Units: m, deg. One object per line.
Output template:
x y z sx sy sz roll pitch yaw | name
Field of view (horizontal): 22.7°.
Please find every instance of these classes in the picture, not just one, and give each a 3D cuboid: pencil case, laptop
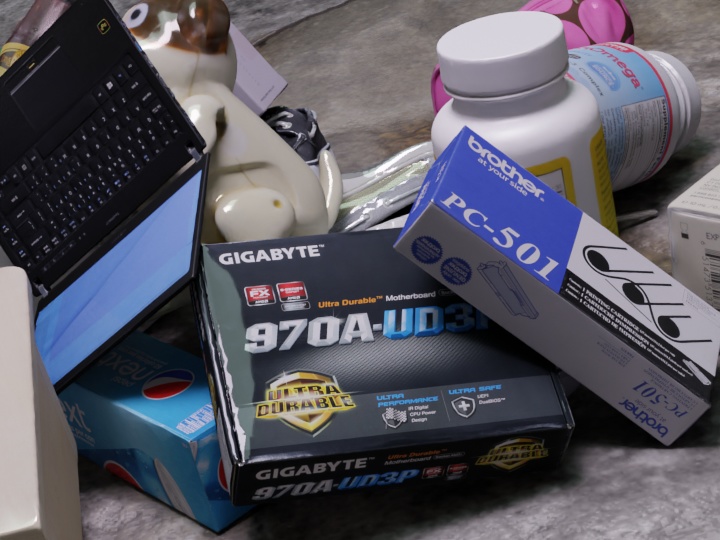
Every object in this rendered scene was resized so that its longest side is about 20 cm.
0.142 -0.178 1.505 0.090 0.094 0.200 11 35 40 | pencil case
-0.189 -0.041 1.113 0.177 0.201 0.103 -37 -5 28 | laptop

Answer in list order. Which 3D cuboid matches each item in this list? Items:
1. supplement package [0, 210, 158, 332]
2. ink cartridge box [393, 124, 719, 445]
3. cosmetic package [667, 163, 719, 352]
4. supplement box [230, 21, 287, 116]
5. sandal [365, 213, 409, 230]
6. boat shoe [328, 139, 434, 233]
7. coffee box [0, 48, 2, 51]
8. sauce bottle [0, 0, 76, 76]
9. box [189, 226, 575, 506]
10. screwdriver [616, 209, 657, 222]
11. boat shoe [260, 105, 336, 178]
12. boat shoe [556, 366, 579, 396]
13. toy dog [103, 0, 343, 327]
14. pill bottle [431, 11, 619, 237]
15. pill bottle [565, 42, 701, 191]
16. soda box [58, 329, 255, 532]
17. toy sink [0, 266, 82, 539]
-0.232 -0.028 1.350 0.199 0.118 0.117 4 30 33 | supplement package
0.120 0.008 1.049 0.044 0.199 0.094 -50 8 35 | ink cartridge box
0.287 -0.034 1.142 0.087 0.104 0.200 14 38 40 | cosmetic package
-0.165 -0.117 1.407 0.200 0.109 0.061 -37 11 30 | supplement box
0.002 -0.001 1.256 0.201 0.050 0.082 -22 0 -15 | sandal
0.024 -0.047 1.340 0.200 0.065 0.074 -19 -13 -19 | boat shoe
-0.297 -0.119 1.379 0.122 0.044 0.200 -20 25 -17 | coffee box
-0.220 -0.129 1.225 0.065 0.202 0.066 18 5 -2 | sauce bottle
0.008 0.050 1.047 0.198 0.046 0.160 -5 51 -13 | box
0.127 -0.025 1.259 0.198 0.028 0.029 -6 38 -20 | screwdriver
-0.062 -0.093 1.400 0.071 0.068 0.200 -17 8 14 | boat shoe
0.037 0.053 1.121 0.198 0.067 0.074 -6 27 15 | boat shoe
-0.108 -0.091 1.225 0.193 0.201 0.139 -26 3 -24 | toy dog
0.106 -0.058 1.159 0.110 0.202 0.112 -10 26 5 | pill bottle
0.164 -0.108 1.309 0.108 0.110 0.199 10 19 39 | pill bottle
-0.131 0.090 1.122 0.064 0.068 0.199 -31 31 -30 | soda box
-0.233 0.116 1.021 0.129 0.113 0.201 -14 45 -1 | toy sink
